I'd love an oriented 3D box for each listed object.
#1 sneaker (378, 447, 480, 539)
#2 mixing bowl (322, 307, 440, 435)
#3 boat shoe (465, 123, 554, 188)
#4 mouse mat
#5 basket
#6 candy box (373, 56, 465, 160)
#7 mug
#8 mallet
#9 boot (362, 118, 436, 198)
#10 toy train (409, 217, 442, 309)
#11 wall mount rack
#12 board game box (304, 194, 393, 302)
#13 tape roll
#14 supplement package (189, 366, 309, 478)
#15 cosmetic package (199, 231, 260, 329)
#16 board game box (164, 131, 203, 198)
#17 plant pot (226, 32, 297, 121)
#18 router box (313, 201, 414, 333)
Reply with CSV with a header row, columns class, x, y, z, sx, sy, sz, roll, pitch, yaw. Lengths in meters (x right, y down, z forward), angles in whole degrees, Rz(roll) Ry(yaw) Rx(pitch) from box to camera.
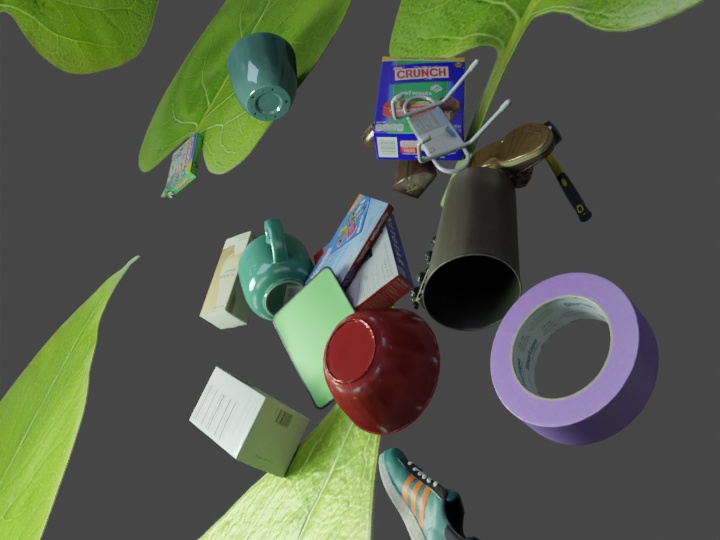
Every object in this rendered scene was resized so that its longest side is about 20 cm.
class,x,y,z,sx,sy,sz,roll,pitch,yaw
sneaker,0.092,0.303,0.867,0.080,0.071,0.201,-42,42,8
mixing bowl,0.013,0.140,1.019,0.196,0.108,0.206,-18,59,32
boat shoe,0.243,-0.167,1.034,0.073,0.071,0.199,-62,18,-20
mouse mat,-0.065,0.117,1.163,0.160,0.007,0.203,-41,65,20
basket,0.173,-0.044,0.989,0.182,0.132,0.204,111,174,-53
candy box,0.116,-0.309,1.250,0.164,0.078,0.205,2,56,8
mug,-0.165,0.012,1.285,0.151,0.186,0.115,-36,42,6
mallet,0.311,-0.155,1.009,0.066,0.041,0.202,-43,41,19
boot,0.072,-0.220,1.309,0.183,0.064,0.205,-20,52,35
toy train,0.135,-0.026,1.107,0.045,0.034,0.204,11,70,38
wall mount rack,0.152,-0.267,1.126,0.170,0.075,0.203,-22,56,-6
board game box,-0.022,-0.043,1.223,0.102,0.019,0.203,25,81,52
tape roll,0.262,0.108,0.828,0.197,0.065,0.204,-29,42,30
supplement package,-0.202,0.267,1.184,0.198,0.113,0.112,14,73,51
cosmetic package,-0.282,0.023,1.505,0.103,0.071,0.205,-15,51,40
board game box,-0.577,-0.346,2.168,0.133,0.029,0.204,-33,41,29
plant pot,-0.260,-0.512,1.812,0.198,0.199,0.165,-32,55,27
router box,0.000,0.000,1.222,0.178,0.049,0.203,-38,39,22
